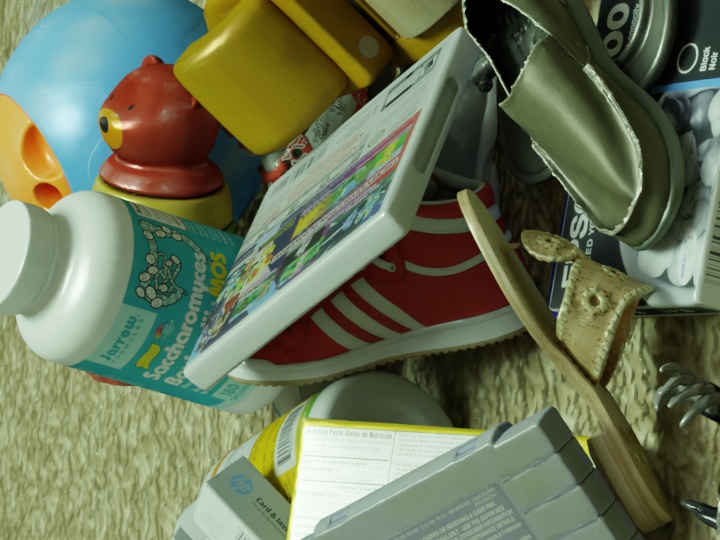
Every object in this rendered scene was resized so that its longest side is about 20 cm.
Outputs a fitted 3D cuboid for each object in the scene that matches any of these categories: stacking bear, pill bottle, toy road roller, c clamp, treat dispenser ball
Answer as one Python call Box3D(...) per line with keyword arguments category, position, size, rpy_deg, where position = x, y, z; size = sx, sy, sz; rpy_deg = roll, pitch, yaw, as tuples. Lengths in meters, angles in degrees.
Box3D(category="stacking bear", position=(-0.137, -0.040, 1.892), size=(0.121, 0.114, 0.200), rpy_deg=(37, 126, 56))
Box3D(category="pill bottle", position=(-0.139, 0.016, 1.781), size=(0.111, 0.200, 0.111), rpy_deg=(-31, 50, 47))
Box3D(category="toy road roller", position=(-0.027, -0.154, 1.761), size=(0.146, 0.123, 0.200), rpy_deg=(-54, 18, -23))
Box3D(category="c clamp", position=(0.119, -0.142, 1.664), size=(0.200, 0.027, 0.171), rpy_deg=(-37, 46, 50))
Box3D(category="treat dispenser ball", position=(-0.163, -0.101, 2.028), size=(0.201, 0.201, 0.201), rpy_deg=(-33, 49, 49))
Box3D(category="pill bottle", position=(-0.033, 0.147, 1.781), size=(0.200, 0.111, 0.111), rpy_deg=(-35, 47, 48))

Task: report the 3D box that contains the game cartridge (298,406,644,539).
Box3D(category="game cartridge", position=(0.061, 0.165, 1.564), size=(0.200, 0.038, 0.130), rpy_deg=(-30, 92, 33))

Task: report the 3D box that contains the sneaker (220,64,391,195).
Box3D(category="sneaker", position=(-0.051, -0.065, 1.916), size=(0.067, 0.108, 0.202), rpy_deg=(0, 76, 59))

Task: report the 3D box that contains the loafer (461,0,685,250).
Box3D(category="loafer", position=(0.111, -0.089, 1.581), size=(0.200, 0.070, 0.075), rpy_deg=(60, 135, 36))

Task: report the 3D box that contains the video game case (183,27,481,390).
Box3D(category="video game case", position=(-0.016, -0.036, 1.691), size=(0.200, 0.023, 0.182), rpy_deg=(-37, 20, 40))

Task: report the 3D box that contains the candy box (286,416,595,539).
Box3D(category="candy box", position=(0.053, 0.141, 1.621), size=(0.200, 0.026, 0.102), rpy_deg=(3, 75, 25))

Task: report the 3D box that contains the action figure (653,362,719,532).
Box3D(category="action figure", position=(0.206, 0.074, 1.424), size=(0.119, 0.102, 0.200), rpy_deg=(13, 86, 49))

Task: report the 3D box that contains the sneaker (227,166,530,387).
Box3D(category="sneaker", position=(0.000, 0.000, 1.711), size=(0.200, 0.113, 0.071), rpy_deg=(-13, 20, 14))

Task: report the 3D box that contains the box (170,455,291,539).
Box3D(category="box", position=(-0.066, 0.229, 1.748), size=(0.156, 0.041, 0.200), rpy_deg=(45, 136, 13))

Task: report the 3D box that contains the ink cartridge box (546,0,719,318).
Box3D(category="ink cartridge box", position=(0.163, -0.070, 1.624), size=(0.200, 0.043, 0.198), rpy_deg=(-5, 72, 60))

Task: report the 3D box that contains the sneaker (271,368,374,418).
Box3D(category="sneaker", position=(-0.009, 0.016, 1.841), size=(0.081, 0.076, 0.200), rpy_deg=(-5, 74, 57))

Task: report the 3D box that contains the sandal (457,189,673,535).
Box3D(category="sandal", position=(0.134, 0.035, 1.550), size=(0.070, 0.078, 0.212), rpy_deg=(-29, 85, 12))

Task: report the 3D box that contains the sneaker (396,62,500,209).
Box3D(category="sneaker", position=(0.042, -0.093, 1.796), size=(0.075, 0.082, 0.200), rpy_deg=(-43, 39, 42))
